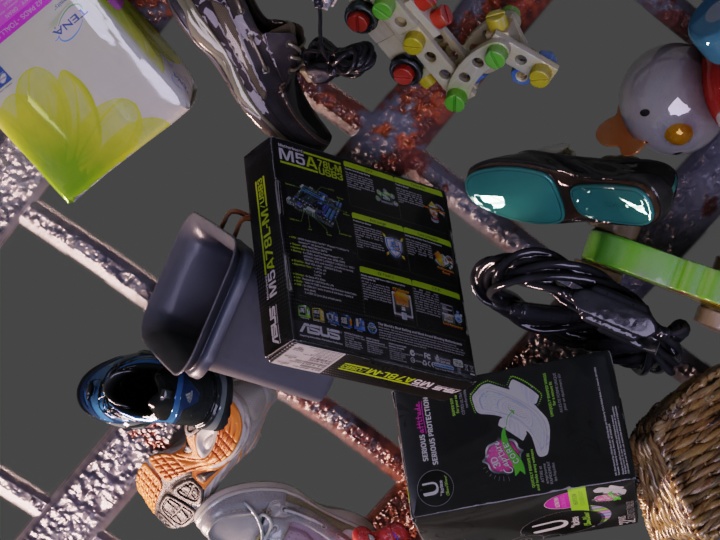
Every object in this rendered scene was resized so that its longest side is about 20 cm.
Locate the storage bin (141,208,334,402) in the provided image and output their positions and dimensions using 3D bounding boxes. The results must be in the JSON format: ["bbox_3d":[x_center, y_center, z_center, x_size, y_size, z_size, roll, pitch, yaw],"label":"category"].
[{"bbox_3d":[-0.091,0.032,1.613,0.134,0.200,0.146,23,92,-21],"label":"storage bin"}]

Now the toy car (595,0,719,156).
[{"bbox_3d":[0.285,-0.144,1.548,0.200,0.177,0.184,-32,122,27],"label":"toy car"}]

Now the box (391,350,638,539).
[{"bbox_3d":[0.142,0.169,1.671,0.199,0.125,0.149,-10,156,5],"label":"box"}]

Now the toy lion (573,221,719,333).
[{"bbox_3d":[0.296,0.013,1.589,0.199,0.192,0.069,20,92,-7],"label":"toy lion"}]

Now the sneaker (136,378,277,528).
[{"bbox_3d":[-0.136,0.169,1.737,0.076,0.092,0.200,49,132,10],"label":"sneaker"}]

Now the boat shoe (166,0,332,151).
[{"bbox_3d":[-0.082,-0.183,1.576,0.073,0.075,0.200,-34,110,15],"label":"boat shoe"}]

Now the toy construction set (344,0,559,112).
[{"bbox_3d":[0.067,-0.220,1.548,0.131,0.092,0.200,-23,106,37],"label":"toy construction set"}]

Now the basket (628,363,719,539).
[{"bbox_3d":[0.347,0.158,1.698,0.199,0.149,0.143,-22,80,-10],"label":"basket"}]

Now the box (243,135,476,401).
[{"bbox_3d":[0.000,0.000,1.557,0.199,0.194,0.047,14,143,-37],"label":"box"}]

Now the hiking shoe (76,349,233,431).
[{"bbox_3d":[-0.201,0.101,1.656,0.086,0.199,0.075,18,75,-42],"label":"hiking shoe"}]

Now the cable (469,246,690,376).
[{"bbox_3d":[0.193,0.035,1.640,0.199,0.163,0.051,21,78,8],"label":"cable"}]

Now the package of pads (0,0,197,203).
[{"bbox_3d":[-0.254,-0.180,1.583,0.154,0.068,0.200,-35,110,16],"label":"package of pads"}]

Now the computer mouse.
[{"bbox_3d":[-0.021,-0.254,1.520,0.044,0.110,0.201,-3,90,-21],"label":"computer mouse"}]

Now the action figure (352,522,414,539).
[{"bbox_3d":[0.064,0.305,1.745,0.065,0.099,0.200,-39,127,19],"label":"action figure"}]

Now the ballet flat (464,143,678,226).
[{"bbox_3d":[0.189,-0.075,1.613,0.199,0.068,0.068,10,131,36],"label":"ballet flat"}]

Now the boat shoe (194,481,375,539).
[{"bbox_3d":[-0.063,0.254,1.742,0.201,0.065,0.075,23,117,-34],"label":"boat shoe"}]
